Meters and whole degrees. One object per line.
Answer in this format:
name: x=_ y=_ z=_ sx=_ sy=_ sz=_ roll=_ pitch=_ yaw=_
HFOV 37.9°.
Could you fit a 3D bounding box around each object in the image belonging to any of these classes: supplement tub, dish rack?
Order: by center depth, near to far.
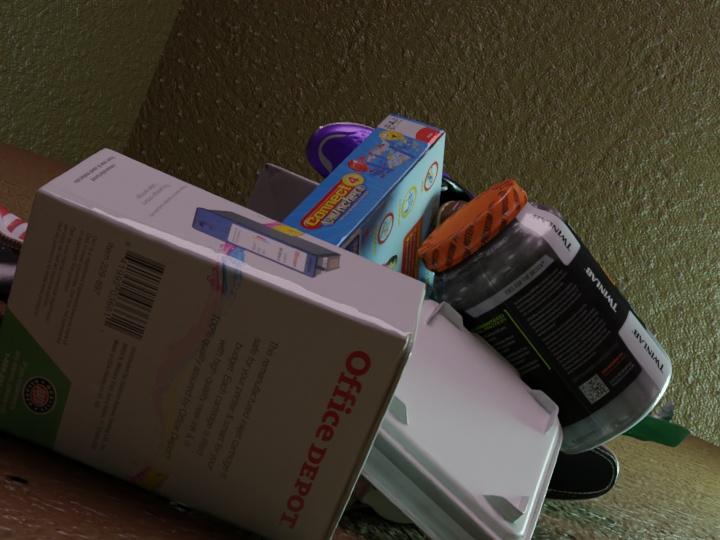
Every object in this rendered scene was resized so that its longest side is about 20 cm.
dish rack: x=0.068 y=0.099 z=0.714 sx=0.172 sy=0.044 sz=0.200 roll=42 pitch=28 yaw=0
supplement tub: x=0.142 y=0.034 z=0.829 sx=0.200 sy=0.122 sz=0.123 roll=52 pitch=-2 yaw=-9

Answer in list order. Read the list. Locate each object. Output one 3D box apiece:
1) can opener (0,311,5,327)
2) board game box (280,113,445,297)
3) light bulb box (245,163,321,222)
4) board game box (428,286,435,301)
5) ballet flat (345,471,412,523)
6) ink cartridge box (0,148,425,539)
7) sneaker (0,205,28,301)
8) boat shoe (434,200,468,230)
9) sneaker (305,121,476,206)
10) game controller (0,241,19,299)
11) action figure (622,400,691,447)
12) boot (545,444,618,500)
can opener: x=-0.188 y=-0.004 z=0.681 sx=0.053 sy=0.067 sz=0.200 roll=21 pitch=-31 yaw=-21
board game box: x=0.000 y=0.000 z=0.904 sx=0.056 sy=0.200 sz=0.196 roll=21 pitch=45 yaw=21
light bulb box: x=-0.038 y=0.019 z=1.080 sx=0.125 sy=0.199 sz=0.200 roll=26 pitch=3 yaw=30
board game box: x=0.089 y=0.095 z=1.065 sx=0.029 sy=0.135 sz=0.200 roll=33 pitch=1 yaw=28
ballet flat: x=0.044 y=0.149 z=0.729 sx=0.200 sy=0.068 sz=0.067 roll=13 pitch=27 yaw=-43
ink cartridge box: x=-0.082 y=0.044 z=0.566 sx=0.200 sy=0.146 sz=0.088 roll=23 pitch=22 yaw=2
sneaker: x=-0.298 y=-0.014 z=0.963 sx=0.200 sy=0.071 sz=0.112 roll=34 pitch=13 yaw=37
boat shoe: x=0.142 y=0.013 z=0.967 sx=0.067 sy=0.072 sz=0.200 roll=-13 pitch=-59 yaw=46
sneaker: x=0.042 y=-0.088 z=1.039 sx=0.200 sy=0.070 sz=0.100 roll=26 pitch=7 yaw=-11
game controller: x=-0.335 y=-0.012 z=0.839 sx=0.104 sy=0.042 sz=0.200 roll=8 pitch=12 yaw=-41
action figure: x=0.198 y=0.129 z=1.003 sx=0.199 sy=0.055 sz=0.118 roll=12 pitch=-18 yaw=-14
boot: x=0.139 y=0.167 z=0.905 sx=0.199 sy=0.073 sz=0.151 roll=18 pitch=1 yaw=-1
